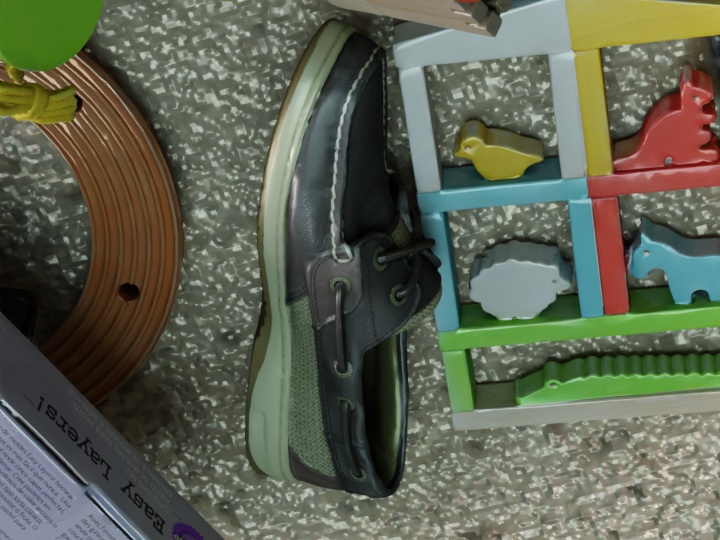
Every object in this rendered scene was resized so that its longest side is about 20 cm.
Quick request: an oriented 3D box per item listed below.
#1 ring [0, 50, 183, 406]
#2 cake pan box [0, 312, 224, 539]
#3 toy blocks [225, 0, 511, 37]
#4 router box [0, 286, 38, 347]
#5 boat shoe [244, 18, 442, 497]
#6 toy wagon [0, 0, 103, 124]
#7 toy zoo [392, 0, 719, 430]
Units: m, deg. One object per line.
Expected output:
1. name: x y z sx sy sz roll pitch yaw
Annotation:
1. ring: -0.167 -0.020 0.939 0.199 0.019 0.201 3 119 5
2. cake pan box: -0.174 0.099 0.896 0.184 0.052 0.200 -35 110 24
3. toy blocks: 0.008 -0.130 0.749 0.136 0.100 0.200 16 167 42
4. router box: -0.226 0.076 0.953 0.199 0.062 0.151 6 120 3
5. boat shoe: 0.000 0.001 0.899 0.066 0.072 0.202 17 127 14
6. toy wagon: -0.093 -0.147 0.779 0.039 0.155 0.201 27 106 40
7. toy zoo: 0.085 -0.033 0.906 0.130 0.020 0.201 -5 120 8
